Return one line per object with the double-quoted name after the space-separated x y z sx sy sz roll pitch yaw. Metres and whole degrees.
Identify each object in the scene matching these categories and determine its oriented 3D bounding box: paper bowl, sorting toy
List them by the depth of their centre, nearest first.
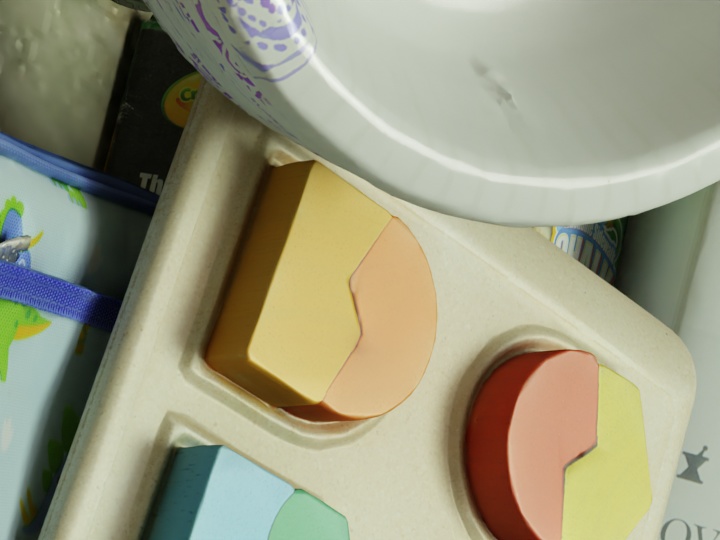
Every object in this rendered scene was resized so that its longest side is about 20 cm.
0.031 -0.118 0.623 0.200 0.104 0.202 -9 109 -26 "paper bowl"
0.010 0.061 0.666 0.185 0.036 0.201 34 59 -35 "sorting toy"

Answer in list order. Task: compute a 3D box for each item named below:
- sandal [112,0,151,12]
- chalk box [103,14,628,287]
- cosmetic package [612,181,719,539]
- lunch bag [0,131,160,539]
-0.014 -0.156 0.768 0.201 0.057 0.080 -41 141 -15 "sandal"
0.000 0.000 0.807 0.124 0.124 0.201 38 64 -64 "chalk box"
0.170 0.047 0.851 0.123 0.199 0.201 169 -64 -79 "cosmetic package"
-0.099 0.044 0.650 0.200 0.082 0.162 28 69 -67 "lunch bag"
